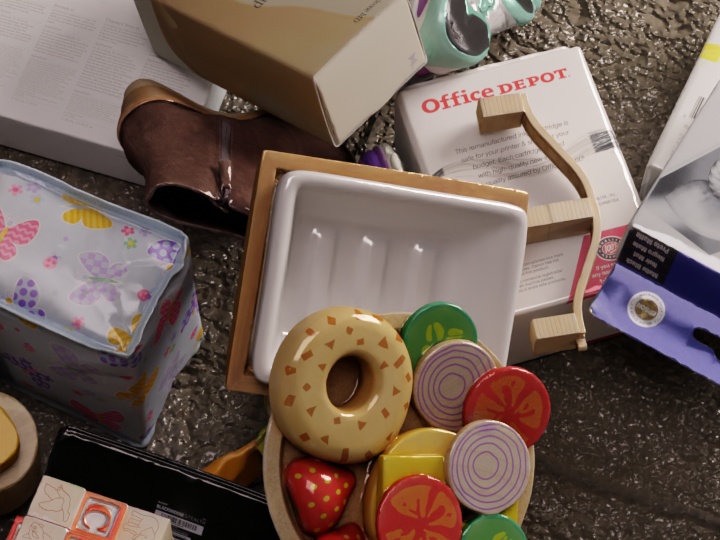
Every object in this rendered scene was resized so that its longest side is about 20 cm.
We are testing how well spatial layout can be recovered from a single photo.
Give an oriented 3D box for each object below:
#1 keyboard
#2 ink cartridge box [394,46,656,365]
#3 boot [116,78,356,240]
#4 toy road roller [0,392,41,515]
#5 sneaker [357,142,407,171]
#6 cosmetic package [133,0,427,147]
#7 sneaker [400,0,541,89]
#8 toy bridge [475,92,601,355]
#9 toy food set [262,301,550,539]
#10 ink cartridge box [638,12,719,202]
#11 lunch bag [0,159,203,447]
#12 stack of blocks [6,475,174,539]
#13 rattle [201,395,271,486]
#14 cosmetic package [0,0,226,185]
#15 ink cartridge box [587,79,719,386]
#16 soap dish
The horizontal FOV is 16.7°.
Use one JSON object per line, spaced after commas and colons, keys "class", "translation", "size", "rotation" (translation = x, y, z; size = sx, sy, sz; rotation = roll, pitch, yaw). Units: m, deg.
{"class": "keyboard", "translation": [-0.123, 0.179, 1.665], "size": [0.199, 0.040, 0.105], "rotation": [20, 102, 8]}
{"class": "ink cartridge box", "translation": [0.120, -0.046, 1.775], "size": [0.144, 0.085, 0.201], "rotation": [-15, 63, -8]}
{"class": "boot", "translation": [-0.078, -0.058, 1.729], "size": [0.199, 0.073, 0.167], "rotation": [18, 26, -24]}
{"class": "toy road roller", "translation": [-0.277, 0.191, 1.632], "size": [0.200, 0.123, 0.146], "rotation": [-37, 80, -14]}
{"class": "sneaker", "translation": [0.000, 0.000, 1.754], "size": [0.083, 0.081, 0.201], "rotation": [1, 64, 8]}
{"class": "cosmetic package", "translation": [-0.060, -0.177, 1.765], "size": [0.199, 0.071, 0.105], "rotation": [27, 62, 36]}
{"class": "sneaker", "translation": [0.048, -0.190, 1.861], "size": [0.200, 0.139, 0.078], "rotation": [-40, 108, -56]}
{"class": "toy bridge", "translation": [0.132, -0.034, 1.705], "size": [0.067, 0.027, 0.201], "rotation": [-9, 63, -6]}
{"class": "toy food set", "translation": [0.031, 0.121, 1.580], "size": [0.196, 0.049, 0.202], "rotation": [1, 87, -23]}
{"class": "ink cartridge box", "translation": [0.309, -0.107, 1.809], "size": [0.144, 0.084, 0.201], "rotation": [24, 64, 11]}
{"class": "lunch bag", "translation": [-0.220, 0.019, 1.694], "size": [0.199, 0.170, 0.128], "rotation": [25, 67, 10]}
{"class": "stack of blocks", "translation": [-0.178, 0.205, 1.574], "size": [0.114, 0.200, 0.059], "rotation": [17, 63, 8]}
{"class": "rattle", "translation": [-0.009, 0.172, 1.669], "size": [0.200, 0.130, 0.143], "rotation": [41, 78, -8]}
{"class": "cosmetic package", "translation": [-0.202, -0.154, 1.855], "size": [0.199, 0.052, 0.152], "rotation": [16, 64, 9]}
{"class": "ink cartridge box", "translation": [0.287, -0.010, 1.690], "size": [0.199, 0.041, 0.201], "rotation": [28, 67, 11]}
{"class": "soap dish", "translation": [0.007, 0.011, 1.639], "size": [0.199, 0.081, 0.159], "rotation": [8, 92, -24]}
